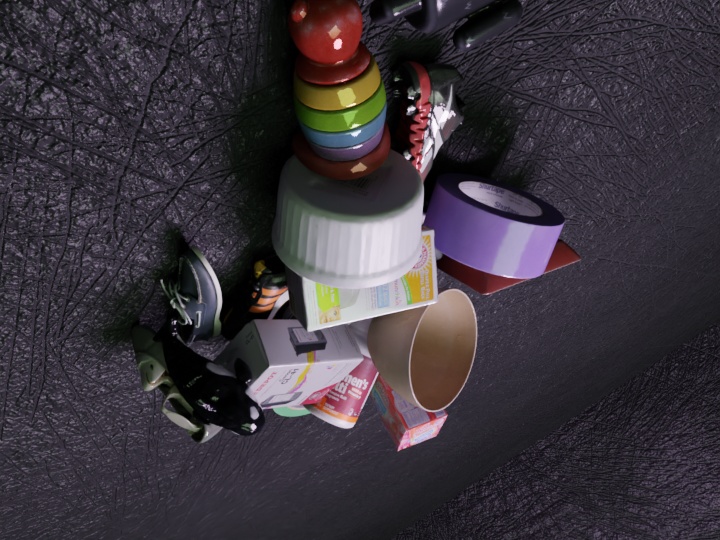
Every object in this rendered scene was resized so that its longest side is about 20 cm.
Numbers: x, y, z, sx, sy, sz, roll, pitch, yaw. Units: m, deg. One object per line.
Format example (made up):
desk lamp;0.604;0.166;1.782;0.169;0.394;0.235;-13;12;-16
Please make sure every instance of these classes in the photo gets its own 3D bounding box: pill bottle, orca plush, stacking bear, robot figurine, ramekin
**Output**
pill bottle;-0.020;0.173;1.085;0.109;0.109;0.202;28;86;-52
orca plush;-0.209;0.153;0.808;0.105;0.201;0.071;-29;-176;2
stacking bear;-0.028;-0.210;0.652;0.120;0.114;0.201;-24;141;-10
robot figurine;0.094;-0.317;0.585;0.199;0.125;0.151;-27;149;-4
ramekin;-0.013;-0.081;0.751;0.199;0.201;0.098;-14;136;-22

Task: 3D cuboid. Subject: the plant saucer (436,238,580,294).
plant saucer;0.239;-0.035;1.031;0.198;0.200;0.037;-18;115;-18

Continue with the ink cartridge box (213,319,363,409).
ink cartridge box;-0.117;0.150;0.945;0.199;0.086;0.148;3;140;-47

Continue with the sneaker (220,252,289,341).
sneaker;-0.148;0.022;0.896;0.200;0.070;0.090;-38;141;3

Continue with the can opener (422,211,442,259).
can opener;0.076;-0.076;0.943;0.053;0.067;0.199;-47;138;17

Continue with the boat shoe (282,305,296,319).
boat shoe;-0.113;0.124;1.057;0.068;0.057;0.201;-1;137;-36

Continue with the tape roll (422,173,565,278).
tape roll;0.199;-0.072;0.901;0.198;0.200;0.086;-2;121;-35

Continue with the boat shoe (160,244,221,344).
boat shoe;-0.240;0.041;0.843;0.061;0.075;0.201;-26;157;-26

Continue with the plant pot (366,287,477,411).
plant pot;0.090;0.120;1.005;0.199;0.134;0.203;-14;108;-47

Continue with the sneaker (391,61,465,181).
sneaker;0.092;-0.190;0.796;0.097;0.071;0.201;-18;143;-15

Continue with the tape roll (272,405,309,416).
tape roll;-0.093;0.220;1.206;0.199;0.048;0.201;-20;145;-15

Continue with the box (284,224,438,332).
box;0.000;0.000;0.842;0.198;0.101;0.114;-10;107;-19

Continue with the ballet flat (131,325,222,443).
ballet flat;-0.278;0.166;0.864;0.067;0.200;0.064;-40;-178;41

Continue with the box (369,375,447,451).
box;0.084;0.259;1.255;0.102;0.201;0.095;-14;143;-23
